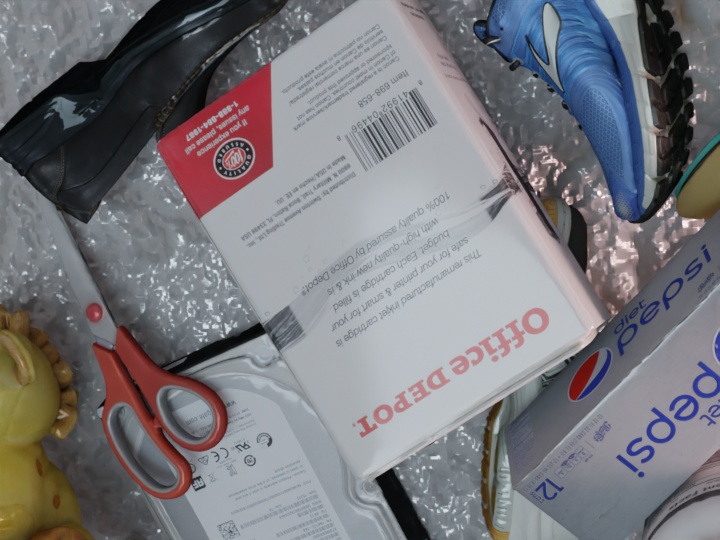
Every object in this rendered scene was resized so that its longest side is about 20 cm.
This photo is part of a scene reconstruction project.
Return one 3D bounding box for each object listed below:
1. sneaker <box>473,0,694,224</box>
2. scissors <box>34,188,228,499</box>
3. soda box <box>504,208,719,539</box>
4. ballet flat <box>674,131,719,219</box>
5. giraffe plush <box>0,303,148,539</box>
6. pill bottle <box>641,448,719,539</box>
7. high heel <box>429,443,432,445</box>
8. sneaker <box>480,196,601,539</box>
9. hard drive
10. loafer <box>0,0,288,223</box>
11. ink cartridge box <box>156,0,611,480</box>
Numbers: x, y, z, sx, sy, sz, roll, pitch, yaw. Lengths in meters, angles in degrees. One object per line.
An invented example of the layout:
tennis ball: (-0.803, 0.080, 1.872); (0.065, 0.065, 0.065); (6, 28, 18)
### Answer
sneaker: (0.112, -0.120, 1.029); (0.088, 0.078, 0.202); (-15, 98, 28)
scissors: (-0.150, 0.038, 1.138); (0.073, 0.014, 0.200); (-42, 81, 20)
soda box: (0.163, 0.048, 1.007); (0.068, 0.064, 0.200); (36, 109, -17)
ballet flat: (0.240, -0.084, 1.001); (0.200, 0.068, 0.063); (-50, 66, 22)
giraffe plush: (-0.211, 0.108, 1.121); (0.171, 0.199, 0.164); (1, 105, 38)
pill bottle: (0.199, 0.150, 1.023); (0.112, 0.200, 0.115); (4, 110, 11)
high heel: (0.000, 0.000, 1.086); (0.096, 0.067, 0.201); (-37, 94, 32)
sneaker: (0.116, 0.056, 1.090); (0.087, 0.076, 0.202); (1, 111, -5)
hard drive: (-0.049, 0.136, 1.162); (0.139, 0.038, 0.201); (-23, 102, 19)
loafer: (-0.108, -0.099, 1.084); (0.199, 0.073, 0.072); (-31, 108, 30)
ink cartridge box: (0.014, -0.018, 1.006); (0.144, 0.084, 0.201); (-33, 84, 14)
